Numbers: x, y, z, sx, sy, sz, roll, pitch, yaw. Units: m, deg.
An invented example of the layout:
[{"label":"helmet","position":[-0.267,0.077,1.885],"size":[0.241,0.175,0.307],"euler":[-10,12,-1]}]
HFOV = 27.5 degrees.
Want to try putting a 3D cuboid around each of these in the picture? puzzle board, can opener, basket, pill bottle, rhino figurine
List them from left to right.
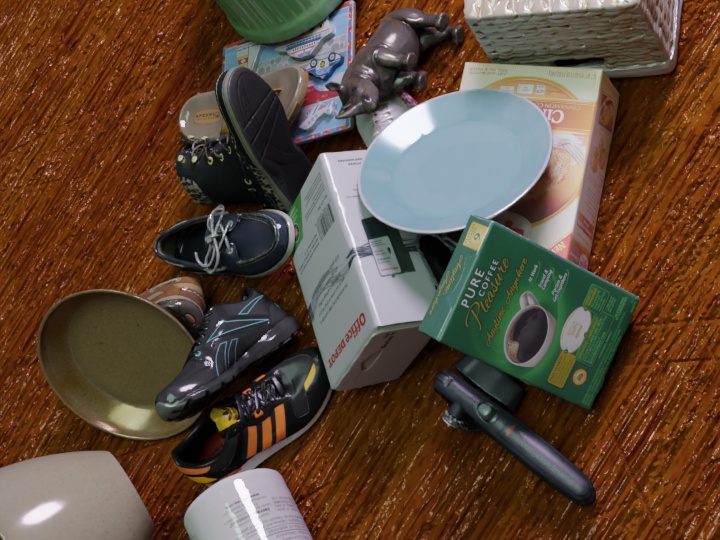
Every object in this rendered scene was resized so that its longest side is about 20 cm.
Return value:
[{"label":"pill bottle","position":[-0.090,0.312,1.474],"size":[0.114,0.114,0.201],"euler":[-35,63,13]},{"label":"puzzle board","position":[-0.087,-0.210,1.660],"size":[0.198,0.017,0.153],"euler":[-12,70,36]},{"label":"rhino figurine","position":[0.027,-0.215,1.561],"size":[0.087,0.060,0.200],"euler":[10,45,34]},{"label":"can opener","position":[0.149,0.158,1.430],"size":[0.200,0.063,0.079],"euler":[42,95,30]},{"label":"basket","position":[0.214,-0.310,1.483],"size":[0.196,0.161,0.203],"euler":[0,76,25]}]

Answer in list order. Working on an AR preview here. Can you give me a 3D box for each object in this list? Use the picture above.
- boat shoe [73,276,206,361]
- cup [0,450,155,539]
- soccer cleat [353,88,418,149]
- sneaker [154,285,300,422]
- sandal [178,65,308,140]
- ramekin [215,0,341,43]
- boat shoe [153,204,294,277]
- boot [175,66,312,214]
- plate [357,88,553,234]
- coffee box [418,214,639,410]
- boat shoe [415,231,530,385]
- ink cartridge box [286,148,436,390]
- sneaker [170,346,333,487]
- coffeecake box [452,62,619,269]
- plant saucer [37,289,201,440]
[{"label":"boat shoe","position":[-0.248,0.066,1.659],"size":[0.198,0.076,0.074],"euler":[-23,33,28]},{"label":"cup","position":[-0.304,0.273,1.567],"size":[0.142,0.201,0.201],"euler":[-31,59,-18]},{"label":"soccer cleat","position":[0.038,-0.142,1.561],"size":[0.070,0.086,0.201],"euler":[-37,62,12]},{"label":"sneaker","position":[-0.151,0.087,1.539],"size":[0.080,0.199,0.075],"euler":[50,137,3]},{"label":"sandal","position":[-0.140,-0.184,1.649],"size":[0.198,0.054,0.082],"euler":[-6,72,38]},{"label":"ramekin","position":[-0.097,-0.367,1.661],"size":[0.198,0.098,0.202],"euler":[-19,53,27]},{"label":"boat shoe","position":[-0.150,-0.032,1.601],"size":[0.199,0.061,0.076],"euler":[1,84,48]},{"label":"boot","position":[-0.146,-0.135,1.594],"size":[0.152,0.204,0.074],"euler":[5,54,32]},{"label":"plate","position":[0.094,-0.102,1.440],"size":[0.197,0.026,0.202],"euler":[-13,43,13]},{"label":"coffee box","position":[0.161,0.041,1.382],"size":[0.044,0.198,0.124],"euler":[27,93,60]},{"label":"boat shoe","position":[0.122,0.035,1.431],"size":[0.071,0.068,0.201],"euler":[-28,97,34]},{"label":"ink cartridge box","position":[0.000,0.000,1.501],"size":[0.147,0.082,0.202],"euler":[125,133,-55]},{"label":"sneaker","position":[-0.113,0.153,1.546],"size":[0.200,0.090,0.070],"euler":[-42,61,10]},{"label":"coffeecake box","position":[0.166,-0.101,1.493],"size":[0.152,0.073,0.203],"euler":[7,79,27]},{"label":"plant saucer","position":[-0.255,0.096,1.608],"size":[0.198,0.202,0.036],"euler":[-12,29,23]}]
